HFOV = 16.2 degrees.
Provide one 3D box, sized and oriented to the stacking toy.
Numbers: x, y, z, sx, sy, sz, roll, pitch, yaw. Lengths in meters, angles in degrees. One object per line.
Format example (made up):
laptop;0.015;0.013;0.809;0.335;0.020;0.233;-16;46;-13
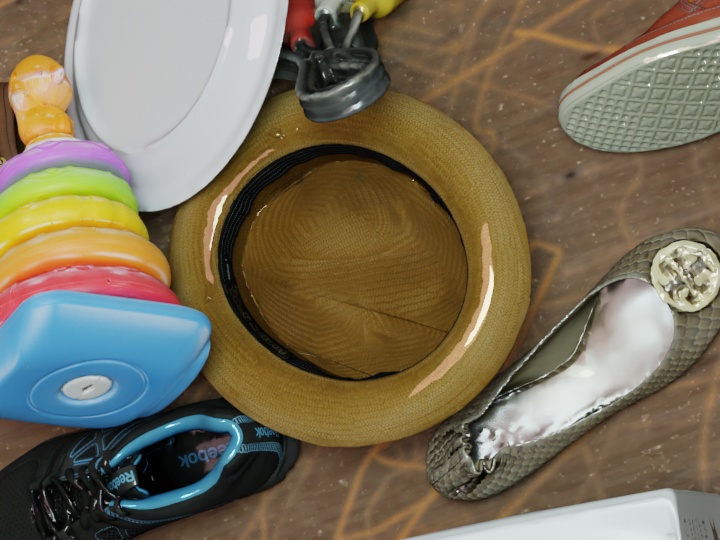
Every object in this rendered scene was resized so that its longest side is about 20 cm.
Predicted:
stacking toy;-0.154;-0.025;1.305;0.116;0.110;0.200;-44;48;43

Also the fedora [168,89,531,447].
fedora;0.000;0.000;1.326;0.201;0.082;0.201;-3;82;19

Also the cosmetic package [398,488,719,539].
cosmetic package;0.102;0.201;1.219;0.166;0.200;0.167;-13;82;13

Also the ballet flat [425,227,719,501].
ballet flat;0.114;0.050;1.310;0.200;0.046;0.067;-38;78;8

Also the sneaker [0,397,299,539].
sneaker;-0.136;0.112;1.349;0.200;0.082;0.073;-24;81;12

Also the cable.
cable;-0.024;-0.118;1.297;0.097;0.200;0.050;-16;105;11

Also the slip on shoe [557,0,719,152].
slip on shoe;0.191;-0.125;1.306;0.200;0.074;0.061;-31;43;15

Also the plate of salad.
plate of salad;-0.094;-0.129;1.351;0.200;0.048;0.200;-16;69;47

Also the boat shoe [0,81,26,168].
boat shoe;-0.173;-0.014;1.376;0.068;0.072;0.200;-32;75;11
